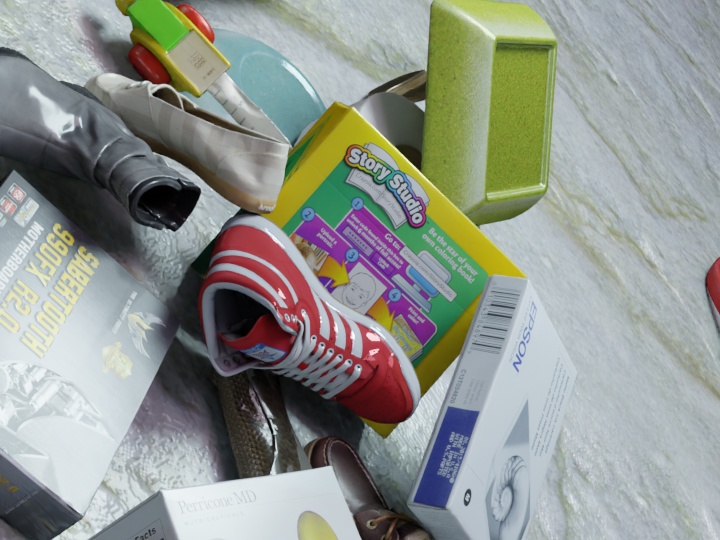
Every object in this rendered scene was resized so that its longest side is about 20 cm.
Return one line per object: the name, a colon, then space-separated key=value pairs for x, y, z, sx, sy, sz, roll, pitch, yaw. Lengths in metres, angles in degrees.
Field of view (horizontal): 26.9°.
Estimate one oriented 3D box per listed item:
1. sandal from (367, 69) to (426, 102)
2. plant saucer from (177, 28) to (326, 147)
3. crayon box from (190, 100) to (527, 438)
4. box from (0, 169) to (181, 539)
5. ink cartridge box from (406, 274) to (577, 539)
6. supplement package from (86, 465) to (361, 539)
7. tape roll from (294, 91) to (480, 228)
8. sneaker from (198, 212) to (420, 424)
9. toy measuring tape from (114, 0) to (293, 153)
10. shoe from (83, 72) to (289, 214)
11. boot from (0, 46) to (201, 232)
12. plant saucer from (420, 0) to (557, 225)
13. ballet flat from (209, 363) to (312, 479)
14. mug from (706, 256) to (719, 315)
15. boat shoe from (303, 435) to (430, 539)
sandal: x=0.071 y=-0.148 z=1.415 sx=0.070 sy=0.077 sz=0.212 roll=65 pitch=-14 yaw=-13
plant saucer: x=-0.079 y=-0.138 z=1.317 sx=0.201 sy=0.039 sz=0.202 roll=33 pitch=39 yaw=-31
crayon box: x=0.000 y=0.000 z=1.170 sx=0.200 sy=0.173 sz=0.058 roll=43 pitch=-4 yaw=-18
box: x=-0.212 y=0.050 z=0.957 sx=0.158 sy=0.048 sz=0.200 roll=44 pitch=34 yaw=-16
ink cartridge box: x=0.116 y=0.139 z=1.170 sx=0.200 sy=0.040 sz=0.200 roll=56 pitch=49 yaw=-50
supplement package: x=-0.074 y=0.240 z=0.865 sx=0.151 sy=0.150 sz=0.201 roll=1 pitch=59 yaw=-52
tape roll: x=0.025 y=-0.049 z=1.303 sx=0.202 sy=0.071 sz=0.203 roll=34 pitch=46 yaw=-45
sneaker: x=-0.039 y=0.058 z=1.071 sx=0.200 sy=0.071 sz=0.113 roll=45 pitch=26 yaw=-13
toy measuring tape: x=-0.128 y=-0.155 z=1.233 sx=0.200 sy=0.074 sz=0.074 roll=46 pitch=32 yaw=-3
shoe: x=-0.130 y=-0.109 z=1.130 sx=0.200 sy=0.054 sz=0.070 roll=32 pitch=22 yaw=28
boot: x=-0.192 y=-0.084 z=1.021 sx=0.131 sy=0.070 sz=0.200 roll=38 pitch=16 yaw=20
plant saucer: x=0.120 y=-0.134 z=1.315 sx=0.200 sy=0.048 sz=0.201 roll=-13 pitch=108 yaw=-59
ballet flat: x=-0.072 y=0.130 z=1.080 sx=0.067 sy=0.046 sz=0.201 roll=15 pitch=54 yaw=-57
mug: x=0.508 y=0.069 z=1.852 sx=0.200 sy=0.177 sz=0.134 roll=-45 pitch=134 yaw=-54
boat shoe: x=0.023 y=0.205 z=1.100 sx=0.072 sy=0.072 sz=0.201 roll=1 pitch=60 yaw=-52
